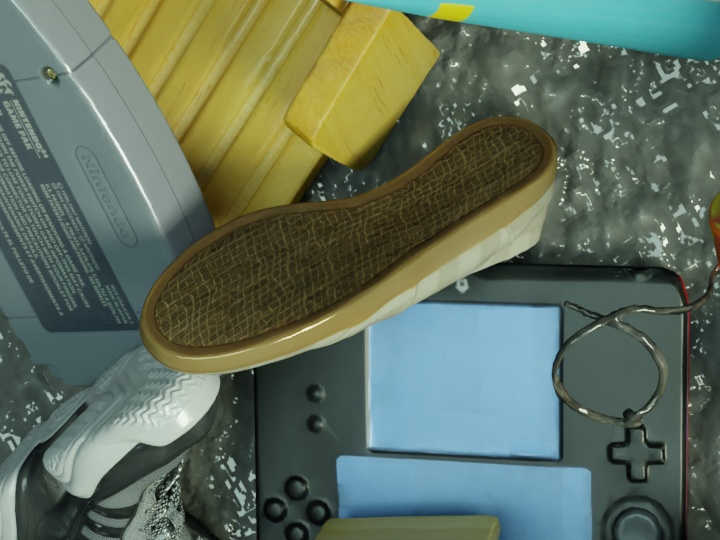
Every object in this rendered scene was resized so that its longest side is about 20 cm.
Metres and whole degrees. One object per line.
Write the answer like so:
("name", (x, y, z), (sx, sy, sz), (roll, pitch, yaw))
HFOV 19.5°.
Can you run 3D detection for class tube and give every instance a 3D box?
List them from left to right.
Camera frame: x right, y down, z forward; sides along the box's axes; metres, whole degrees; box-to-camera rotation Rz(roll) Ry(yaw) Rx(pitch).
("tube", (0.064, -0.120, 0.835), (0.051, 0.198, 0.078), (-67, 34, 30))

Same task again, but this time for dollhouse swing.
("dollhouse swing", (-0.101, -0.091, 0.906), (0.200, 0.182, 0.176), (39, 95, 10))

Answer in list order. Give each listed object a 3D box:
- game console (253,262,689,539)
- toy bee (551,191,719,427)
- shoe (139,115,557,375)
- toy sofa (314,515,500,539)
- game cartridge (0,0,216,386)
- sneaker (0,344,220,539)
("game console", (0.047, 0.085, 0.934), (0.198, 0.031, 0.179), (1, 101, 17))
("toy bee", (0.171, -0.019, 0.771), (0.198, 0.109, 0.132), (5, 120, -1))
("shoe", (0.000, 0.000, 0.883), (0.199, 0.054, 0.070), (-25, 53, -20))
("toy sofa", (0.024, 0.212, 0.904), (0.082, 0.098, 0.202), (-3, 110, 18))
("game cartridge", (-0.131, -0.037, 0.922), (0.132, 0.042, 0.201), (-5, 121, 37))
("sneaker", (-0.092, 0.105, 0.938), (0.114, 0.076, 0.200), (44, 142, -10))
